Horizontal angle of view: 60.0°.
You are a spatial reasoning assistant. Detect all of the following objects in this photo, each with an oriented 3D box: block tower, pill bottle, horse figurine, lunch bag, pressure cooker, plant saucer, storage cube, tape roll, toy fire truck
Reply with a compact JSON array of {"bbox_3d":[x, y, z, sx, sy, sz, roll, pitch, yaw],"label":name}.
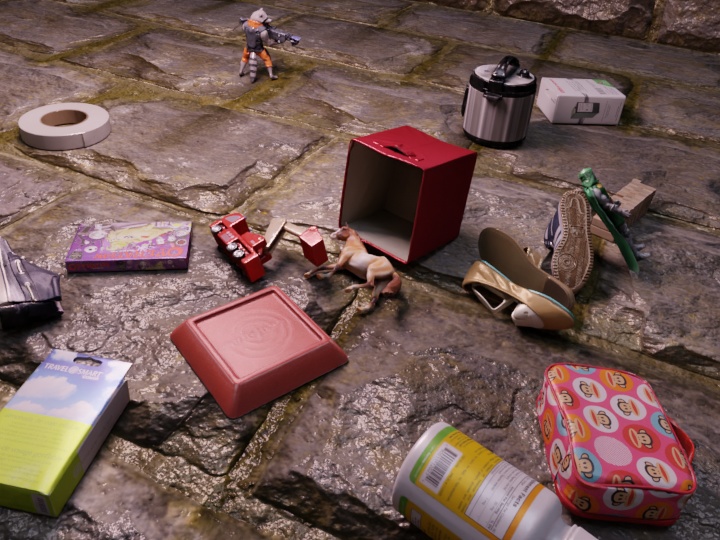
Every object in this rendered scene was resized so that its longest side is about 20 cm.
[{"bbox_3d":[0.546,-0.128,1.291,0.057,0.055,0.199,29,43,30],"label":"block tower"},{"bbox_3d":[0.140,0.259,0.655,0.198,0.113,0.111,29,42,30],"label":"pill bottle"},{"bbox_3d":[0.000,0.000,1.056,0.198,0.051,0.132,29,47,34],"label":"horse figurine"},{"bbox_3d":[0.319,0.208,0.772,0.173,0.083,0.201,5,35,0],"label":"lunch bag"},{"bbox_3d":[0.352,-0.434,1.569,0.175,0.203,0.177,-7,37,-15],"label":"pressure cooker"},{"bbox_3d":[-0.150,0.100,0.911,0.197,0.037,0.200,-22,44,-32],"label":"plant saucer"},{"bbox_3d":[0.085,-0.145,1.147,0.170,0.203,0.179,28,35,31],"label":"storage cube"},{"bbox_3d":[-0.691,-0.340,1.464,0.199,0.038,0.204,3,35,-2],"label":"tape roll"},{"bbox_3d":[-0.161,-0.052,1.078,0.140,0.049,0.200,-32,47,-19],"label":"toy fire truck"}]

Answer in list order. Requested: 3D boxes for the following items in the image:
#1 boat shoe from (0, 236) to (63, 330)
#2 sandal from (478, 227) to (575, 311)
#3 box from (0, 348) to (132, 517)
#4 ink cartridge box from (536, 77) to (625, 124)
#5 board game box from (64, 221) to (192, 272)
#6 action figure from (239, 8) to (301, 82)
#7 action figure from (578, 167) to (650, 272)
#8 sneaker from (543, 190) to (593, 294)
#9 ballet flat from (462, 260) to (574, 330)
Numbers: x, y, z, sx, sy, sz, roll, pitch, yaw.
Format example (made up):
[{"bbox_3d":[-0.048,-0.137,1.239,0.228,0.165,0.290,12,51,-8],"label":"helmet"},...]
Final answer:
[{"bbox_3d":[-0.522,0.011,0.972,0.091,0.075,0.201,-10,45,-31],"label":"boat shoe"},{"bbox_3d":[0.294,0.003,1.083,0.069,0.078,0.212,-1,36,-43],"label":"sandal"},{"bbox_3d":[-0.371,0.187,0.753,0.120,0.048,0.201,9,36,5],"label":"box"},{"bbox_3d":[0.617,-0.480,1.763,0.196,0.085,0.147,0,35,-6],"label":"ink cartridge box"},{"bbox_3d":[-0.399,-0.044,1.092,0.196,0.033,0.121,-2,40,-10],"label":"board game box"},{"bbox_3d":[-0.278,-0.651,1.806,0.197,0.196,0.105,15,37,15],"label":"action figure"},{"bbox_3d":[0.460,-0.104,1.144,0.054,0.201,0.119,-34,15,21],"label":"action figure"},{"bbox_3d":[0.375,-0.033,1.139,0.069,0.109,0.203,10,66,5],"label":"sneaker"},{"bbox_3d":[0.249,0.055,1.011,0.063,0.069,0.199,-45,50,-14],"label":"ballet flat"}]
